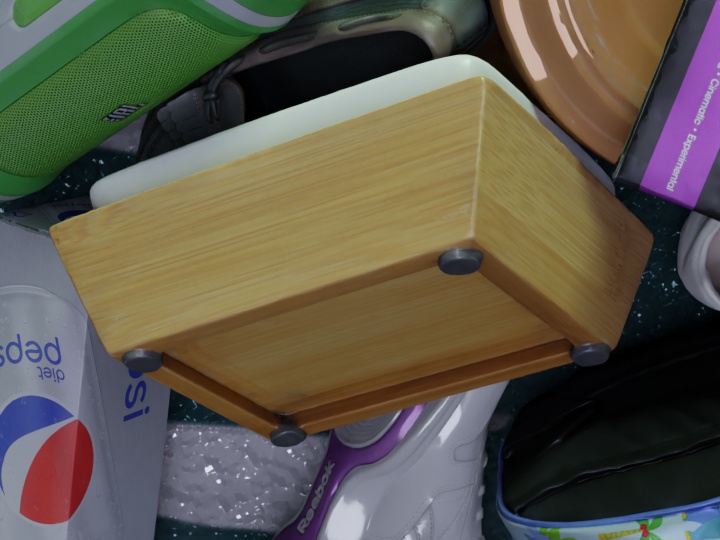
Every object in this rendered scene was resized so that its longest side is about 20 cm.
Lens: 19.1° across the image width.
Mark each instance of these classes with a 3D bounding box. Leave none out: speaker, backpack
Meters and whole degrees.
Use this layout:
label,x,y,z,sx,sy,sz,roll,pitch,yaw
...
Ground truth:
label,x,y,z,sx,sy,sz,roll,pitch,yaw
speaker,-0.105,-0.099,0.866,0.199,0.089,0.089,-29,103,36
backpack,0.163,0.106,0.887,0.198,0.183,0.148,-15,104,13

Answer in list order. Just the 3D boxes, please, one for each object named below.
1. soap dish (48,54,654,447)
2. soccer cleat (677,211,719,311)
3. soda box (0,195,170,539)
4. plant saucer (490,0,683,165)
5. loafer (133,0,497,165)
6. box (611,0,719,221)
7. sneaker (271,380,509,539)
label,x,y,z,sx,sy,sz,roll,pitch,yaw
soap dish,0.000,0.000,0.865,0.199,0.157,0.082,-17,61,25
soccer cleat,0.208,-0.059,0.890,0.069,0.078,0.200,38,105,-7
soda box,-0.129,0.073,0.948,0.063,0.068,0.202,18,109,30
plant saucer,0.146,-0.128,0.819,0.198,0.032,0.202,-2,102,-8
loafer,-0.030,-0.071,0.879,0.199,0.063,0.072,-30,109,35
box,0.209,-0.062,0.772,0.199,0.036,0.144,23,111,5
sneaker,0.025,0.104,0.966,0.099,0.075,0.201,22,105,-27
